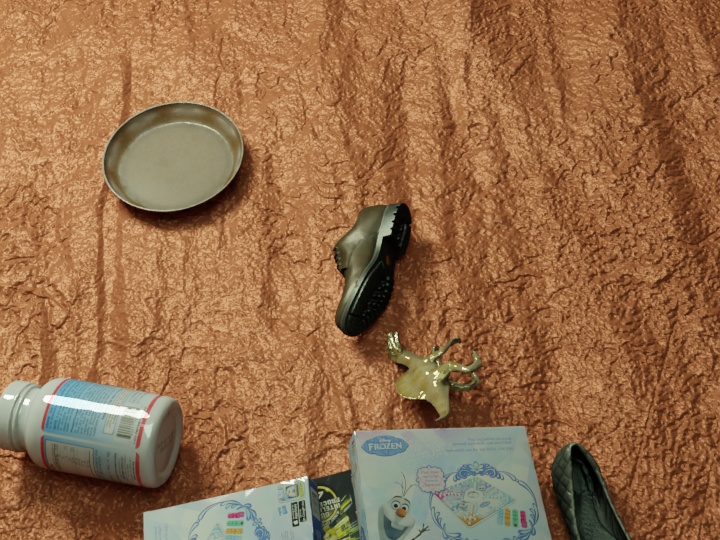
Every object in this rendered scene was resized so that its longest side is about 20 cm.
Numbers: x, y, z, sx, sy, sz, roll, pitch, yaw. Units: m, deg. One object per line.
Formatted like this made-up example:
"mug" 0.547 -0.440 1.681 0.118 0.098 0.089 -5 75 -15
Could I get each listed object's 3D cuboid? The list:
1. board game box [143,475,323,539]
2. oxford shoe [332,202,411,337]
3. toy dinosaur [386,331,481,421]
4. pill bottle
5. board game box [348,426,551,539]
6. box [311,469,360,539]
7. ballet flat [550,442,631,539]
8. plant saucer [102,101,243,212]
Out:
"board game box" -0.134 0.340 1.202 0.199 0.043 0.200 -14 59 11
"oxford shoe" 0.000 0.000 1.448 0.084 0.073 0.200 3 53 26
"toy dinosaur" 0.094 0.133 1.339 0.101 0.058 0.200 -19 30 -11
"pill bottle" -0.318 0.185 1.310 0.200 0.109 0.109 9 57 10
"board game box" 0.098 0.265 1.195 0.200 0.043 0.199 0 54 -12
"box" 0.026 0.296 1.249 0.200 0.049 0.161 -13 59 -5
"ballet flat" 0.261 0.284 1.236 0.066 0.057 0.200 -18 57 -7
"plant saucer" -0.263 -0.155 1.582 0.200 0.032 0.201 -1 57 2
